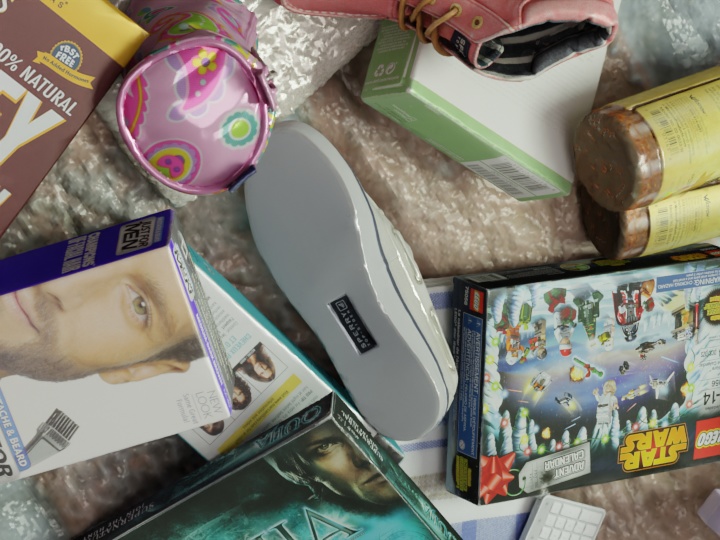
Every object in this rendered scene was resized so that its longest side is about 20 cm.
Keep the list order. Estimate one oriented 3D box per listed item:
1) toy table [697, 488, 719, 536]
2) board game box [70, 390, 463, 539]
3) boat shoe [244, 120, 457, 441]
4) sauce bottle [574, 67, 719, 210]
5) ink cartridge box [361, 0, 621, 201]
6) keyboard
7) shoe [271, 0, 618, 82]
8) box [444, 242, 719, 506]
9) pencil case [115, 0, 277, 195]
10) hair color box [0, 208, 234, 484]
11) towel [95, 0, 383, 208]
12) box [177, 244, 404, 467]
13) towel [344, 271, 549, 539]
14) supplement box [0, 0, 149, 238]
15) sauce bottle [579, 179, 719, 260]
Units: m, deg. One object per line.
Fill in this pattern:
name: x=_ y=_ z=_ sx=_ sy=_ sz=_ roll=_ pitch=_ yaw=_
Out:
toy table: x=0.309 y=0.153 z=1.771 sx=0.117 sy=0.184 sz=0.200 roll=-52 pitch=154 yaw=4
board game box: x=-0.057 y=0.167 z=1.630 sx=0.200 sy=0.028 sz=0.135 roll=-31 pitch=116 yaw=21
boat shoe: x=0.000 y=0.000 z=1.633 sx=0.071 sy=0.070 sz=0.200 roll=-27 pitch=97 yaw=26
sauce bottle: x=0.219 y=-0.090 z=1.675 sx=0.200 sy=0.066 sz=0.066 roll=-18 pitch=109 yaw=-32
ink cartridge box: x=0.088 y=-0.161 z=1.656 sx=0.145 sy=0.048 sz=0.200 roll=30 pitch=67 yaw=-37
keyboard: x=0.096 y=0.236 z=1.769 sx=0.056 sy=0.011 sz=0.200 roll=18 pitch=99 yaw=-33
shoe: x=0.043 y=-0.152 z=1.546 sx=0.200 sy=0.071 sz=0.091 roll=-9 pitch=62 yaw=7
box: x=0.146 y=0.062 z=1.728 sx=0.200 sy=0.040 sz=0.137 roll=-8 pitch=107 yaw=-32
pencil case: x=-0.088 y=-0.101 z=1.481 sx=0.087 sy=0.200 sz=0.088 roll=-1 pitch=105 yaw=-6
hair color box: x=-0.180 y=0.051 z=1.546 sx=0.200 sy=0.065 sz=0.109 roll=-17 pitch=110 yaw=5
towel: x=-0.072 y=-0.144 z=1.606 sx=0.200 sy=0.034 sz=0.133 roll=-43 pitch=114 yaw=-9
box: x=-0.073 y=0.067 z=1.629 sx=0.082 sy=0.049 sz=0.200 roll=-44 pitch=111 yaw=5
towel: x=0.053 y=0.098 z=1.723 sx=0.147 sy=0.024 sz=0.200 roll=-7 pitch=106 yaw=-25
supplement box: x=-0.246 y=-0.092 z=1.449 sx=0.133 sy=0.197 sz=0.200 roll=38 pitch=84 yaw=-25
sauce bottle: x=0.236 y=-0.055 z=1.746 sx=0.200 sy=0.066 sz=0.066 roll=-11 pitch=106 yaw=-21
